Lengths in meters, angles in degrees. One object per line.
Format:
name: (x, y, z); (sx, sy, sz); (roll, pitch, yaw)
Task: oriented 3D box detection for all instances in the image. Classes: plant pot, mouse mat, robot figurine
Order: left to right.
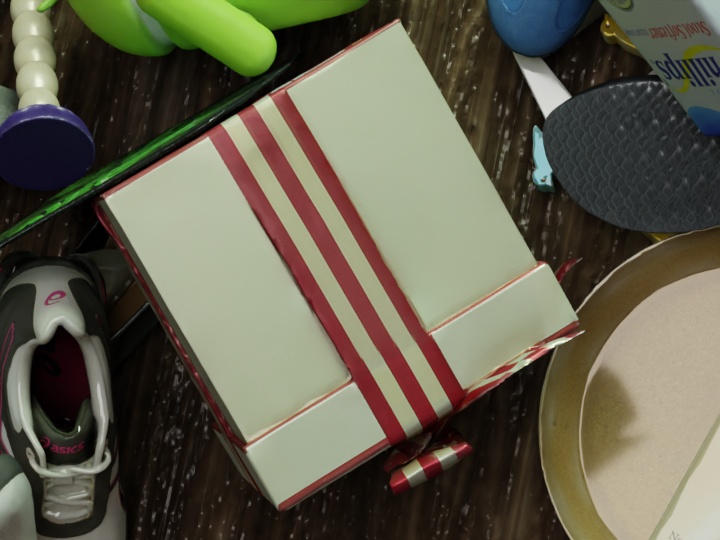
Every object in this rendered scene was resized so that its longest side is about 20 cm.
mouse mat: (-0.110, -0.055, 1.234); (0.160, 0.200, 0.008); (-29, 98, 16)
robot figurine: (-0.066, -0.174, 1.266); (0.198, 0.116, 0.176); (-12, 36, 13)
plant pot: (0.187, 0.078, 1.239); (0.198, 0.027, 0.202); (-3, 78, 12)

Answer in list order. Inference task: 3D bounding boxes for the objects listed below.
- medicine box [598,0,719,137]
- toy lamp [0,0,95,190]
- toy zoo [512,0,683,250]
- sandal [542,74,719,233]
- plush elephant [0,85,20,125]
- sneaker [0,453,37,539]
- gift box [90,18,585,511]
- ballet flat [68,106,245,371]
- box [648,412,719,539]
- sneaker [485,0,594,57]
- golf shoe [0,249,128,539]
medicine box: (0.180, -0.193, 1.148); (0.182, 0.103, 0.200); (-43, 103, -10)
toy lamp: (-0.171, -0.130, 1.307); (0.058, 0.058, 0.201); (-17, 47, 8)
toy zoo: (0.168, -0.102, 1.283); (0.200, 0.020, 0.132); (-38, 74, 2)
sandal: (0.189, -0.061, 1.237); (0.198, 0.043, 0.077); (-3, 101, 13)
plush elephant: (-0.274, -0.080, 1.307); (0.154, 0.200, 0.165); (-36, 81, 21)
sneaker: (-0.162, 0.172, 1.217); (0.108, 0.202, 0.067); (42, 54, 11)
gift box: (0.000, 0.000, 1.189); (0.199, 0.185, 0.188); (-29, 95, -2)
ballet flat: (-0.116, -0.005, 1.297); (0.068, 0.068, 0.201); (36, 87, 18)
box: (0.216, 0.077, 1.179); (0.094, 0.078, 0.201); (27, 85, 16)
sneaker: (0.109, -0.197, 1.238); (0.065, 0.079, 0.201); (19, 105, -7)
golf shoe: (-0.152, 0.093, 1.241); (0.077, 0.088, 0.202); (-7, 110, -11)
